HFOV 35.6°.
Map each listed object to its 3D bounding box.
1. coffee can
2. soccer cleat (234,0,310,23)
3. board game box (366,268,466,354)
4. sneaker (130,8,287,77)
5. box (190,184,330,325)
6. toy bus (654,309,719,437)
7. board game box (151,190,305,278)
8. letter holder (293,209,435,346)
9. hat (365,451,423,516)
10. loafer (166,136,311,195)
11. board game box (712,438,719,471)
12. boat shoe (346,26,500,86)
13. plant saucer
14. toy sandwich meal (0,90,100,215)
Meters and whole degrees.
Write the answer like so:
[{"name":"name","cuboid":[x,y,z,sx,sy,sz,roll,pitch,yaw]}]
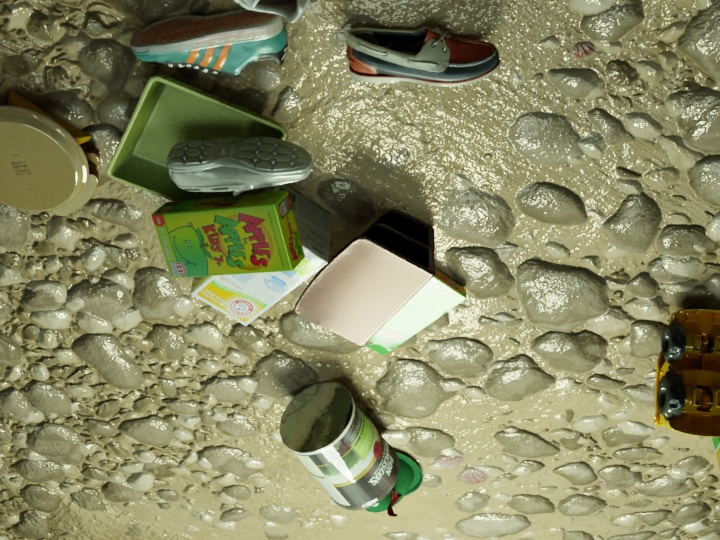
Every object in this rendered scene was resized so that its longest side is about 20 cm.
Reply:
[{"name":"coffee can","cuboid":[-0.036,0.315,2.006,0.146,0.147,0.200,-17,134,19]},{"name":"soccer cleat","cuboid":[-0.150,-0.359,1.339,0.199,0.087,0.070,18,134,-17]},{"name":"board game box","cuboid":[0.070,0.066,1.828,0.095,0.030,0.200,32,126,-28]},{"name":"sneaker","cuboid":[-0.191,-0.280,1.434,0.198,0.072,0.080,-6,132,5]},{"name":"box","cuboid":[-0.150,-0.023,1.683,0.112,0.102,0.200,33,128,-29]},{"name":"toy bus","cuboid":[0.547,0.172,1.854,0.135,0.202,0.192,4,173,-2]},{"name":"board game box","cuboid":[-0.186,-0.049,1.574,0.199,0.048,0.102,-3,114,24]},{"name":"letter holder","cuboid":[0.000,0.000,1.708,0.142,0.101,0.200,25,132,-21]},{"name":"hat","cuboid":[0.033,0.453,2.127,0.165,0.177,0.200,-17,134,18]},{"name":"loafer","cuboid":[-0.162,-0.138,1.522,0.198,0.070,0.070,3,143,9]},{"name":"board game box","cuboid":[0.712,0.275,1.946,0.198,0.154,0.040,-3,138,5]},{"name":"boat shoe","cuboid":[0.080,-0.280,1.435,0.198,0.071,0.063,1,134,6]},{"name":"plant saucer","cuboid":[-0.228,-0.178,1.560,0.199,0.048,0.200,20,134,-20]},{"name":"toy sandwich meal","cuboid":[-0.460,-0.163,1.572,0.204,0.071,0.206,4,135,4]}]
